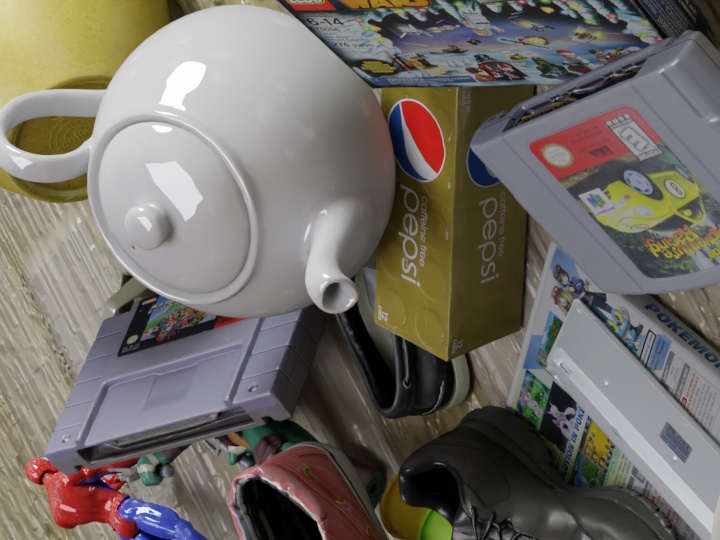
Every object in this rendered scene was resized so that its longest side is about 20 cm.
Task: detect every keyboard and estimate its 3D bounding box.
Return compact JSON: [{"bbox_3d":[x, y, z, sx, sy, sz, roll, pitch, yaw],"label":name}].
[{"bbox_3d":[0.175,0.101,1.527,0.200,0.011,0.056,48,135,26],"label":"keyboard"}]

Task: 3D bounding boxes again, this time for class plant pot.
[{"bbox_3d":[-0.200,-0.126,1.744,0.142,0.199,0.201,-122,34,-42],"label":"plant pot"}]

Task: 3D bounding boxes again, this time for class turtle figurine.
[{"bbox_3d":[-0.086,0.108,1.810,0.200,0.149,0.101,26,109,33],"label":"turtle figurine"}]

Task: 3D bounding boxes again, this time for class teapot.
[{"bbox_3d":[-0.089,-0.052,1.570,0.200,0.146,0.198,-27,95,42],"label":"teapot"}]

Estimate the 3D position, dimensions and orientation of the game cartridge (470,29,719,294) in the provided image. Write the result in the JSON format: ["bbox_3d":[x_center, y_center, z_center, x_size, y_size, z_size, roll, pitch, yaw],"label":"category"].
[{"bbox_3d":[0.157,-0.050,1.444,0.133,0.041,0.200,42,151,-16],"label":"game cartridge"}]

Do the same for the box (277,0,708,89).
[{"bbox_3d":[0.066,-0.141,1.429,0.199,0.137,0.040,0,69,30],"label":"box"}]

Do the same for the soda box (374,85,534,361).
[{"bbox_3d":[0.055,-0.053,1.595,0.068,0.064,0.201,28,128,41],"label":"soda box"}]

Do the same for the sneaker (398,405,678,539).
[{"bbox_3d":[0.102,0.154,1.578,0.200,0.091,0.076,29,127,40],"label":"sneaker"}]

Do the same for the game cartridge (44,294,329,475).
[{"bbox_3d":[-0.110,0.059,1.774,0.199,0.130,0.038,-17,132,35],"label":"game cartridge"}]

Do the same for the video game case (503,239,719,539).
[{"bbox_3d":[0.156,0.106,1.580,0.182,0.022,0.201,42,137,32],"label":"video game case"}]

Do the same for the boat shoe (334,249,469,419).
[{"bbox_3d":[-0.001,0.001,1.690,0.074,0.066,0.200,-19,92,54],"label":"boat shoe"}]

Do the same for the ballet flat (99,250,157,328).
[{"bbox_3d":[-0.146,0.007,1.882,0.072,0.072,0.201,38,133,35],"label":"ballet flat"}]

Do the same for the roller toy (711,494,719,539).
[{"bbox_3d":[0.270,0.150,1.354,0.200,0.139,0.183,-37,76,53],"label":"roller toy"}]

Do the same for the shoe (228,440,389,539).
[{"bbox_3d":[-0.007,0.198,1.654,0.071,0.091,0.200,-36,80,25],"label":"shoe"}]

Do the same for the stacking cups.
[{"bbox_3d":[0.093,0.179,1.647,0.200,0.060,0.061,33,131,47],"label":"stacking cups"}]

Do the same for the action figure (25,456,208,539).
[{"bbox_3d":[-0.146,0.172,1.976,0.199,0.099,0.065,24,125,17],"label":"action figure"}]
